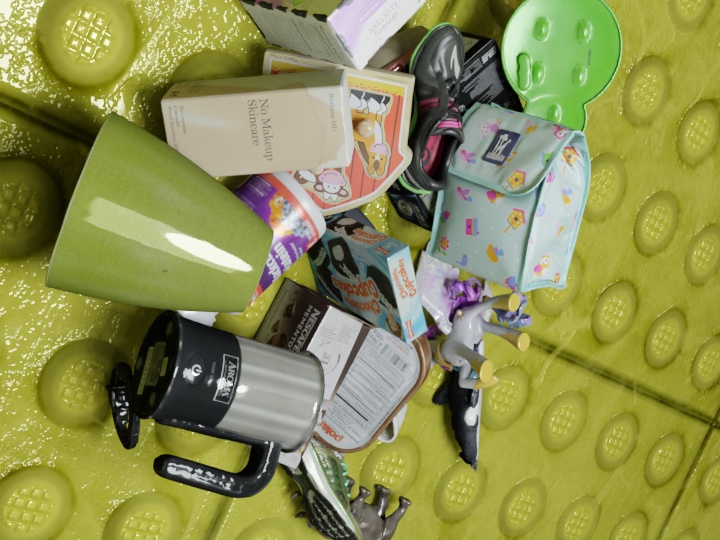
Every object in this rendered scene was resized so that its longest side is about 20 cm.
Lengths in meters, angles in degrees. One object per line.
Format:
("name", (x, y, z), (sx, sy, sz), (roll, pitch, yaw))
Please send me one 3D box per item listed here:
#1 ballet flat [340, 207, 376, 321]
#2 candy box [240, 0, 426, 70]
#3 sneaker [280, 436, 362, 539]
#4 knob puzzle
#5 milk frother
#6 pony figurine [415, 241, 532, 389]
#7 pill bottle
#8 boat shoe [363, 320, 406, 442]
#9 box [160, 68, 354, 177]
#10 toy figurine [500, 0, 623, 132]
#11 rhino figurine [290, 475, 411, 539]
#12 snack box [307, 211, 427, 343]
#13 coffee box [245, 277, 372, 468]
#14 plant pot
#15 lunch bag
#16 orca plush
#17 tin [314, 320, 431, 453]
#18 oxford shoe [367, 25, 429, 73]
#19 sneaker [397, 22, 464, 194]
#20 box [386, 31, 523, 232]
("ballet flat", (0.023, 0.009, 1.334), (0.072, 0.073, 0.203), (-25, 120, -25))
("candy box", (-0.014, -0.314, 1.107), (0.168, 0.199, 0.072), (-47, 127, -12))
("sneaker", (-0.038, 0.277, 1.367), (0.088, 0.076, 0.202), (-35, 102, -38))
("knob puzzle", (-0.036, -0.146, 1.186), (0.215, 0.031, 0.223), (6, 126, 9))
("milk frother", (-0.176, 0.145, 1.156), (0.186, 0.199, 0.183), (20, 92, -31))
("pony figurine", (0.142, 0.073, 1.391), (0.166, 0.199, 0.195), (36, 70, -31))
("pill bottle", (-0.144, -0.021, 1.182), (0.200, 0.111, 0.112), (-44, 126, -13))
("boat shoe", (0.007, 0.158, 1.363), (0.087, 0.073, 0.204), (-76, 152, -48))
("box", (-0.109, -0.161, 1.112), (0.196, 0.078, 0.097), (-5, 113, 6))
("toy figurine", (0.255, -0.271, 1.329), (0.147, 0.184, 0.204), (3, 107, 6))
("rhino figurine", (-0.020, 0.342, 1.437), (0.198, 0.060, 0.089), (24, 91, -37))
("snack box", (0.000, 0.000, 1.234), (0.037, 0.199, 0.118), (-29, 121, -24))
("coffee box", (-0.086, 0.127, 1.277), (0.079, 0.113, 0.202), (28, 91, -38))
("plant pot", (-0.196, -0.037, 1.047), (0.197, 0.187, 0.190), (21, 95, -11))
("lunch bag", (0.181, -0.093, 1.236), (0.121, 0.169, 0.204), (-6, 111, -41))
("orca plush", (0.145, 0.196, 1.513), (0.106, 0.070, 0.203), (-67, 158, -58))
("tin", (0.007, 0.147, 1.306), (0.201, 0.112, 0.042), (-52, 173, 17))
("oxford shoe", (0.010, -0.236, 1.245), (0.197, 0.075, 0.071), (-24, 142, -6))
("sneaker", (0.097, -0.188, 1.196), (0.076, 0.083, 0.204), (-4, 110, -34))
("box", (0.110, -0.181, 1.316), (0.200, 0.086, 0.165), (-43, 126, -14))
